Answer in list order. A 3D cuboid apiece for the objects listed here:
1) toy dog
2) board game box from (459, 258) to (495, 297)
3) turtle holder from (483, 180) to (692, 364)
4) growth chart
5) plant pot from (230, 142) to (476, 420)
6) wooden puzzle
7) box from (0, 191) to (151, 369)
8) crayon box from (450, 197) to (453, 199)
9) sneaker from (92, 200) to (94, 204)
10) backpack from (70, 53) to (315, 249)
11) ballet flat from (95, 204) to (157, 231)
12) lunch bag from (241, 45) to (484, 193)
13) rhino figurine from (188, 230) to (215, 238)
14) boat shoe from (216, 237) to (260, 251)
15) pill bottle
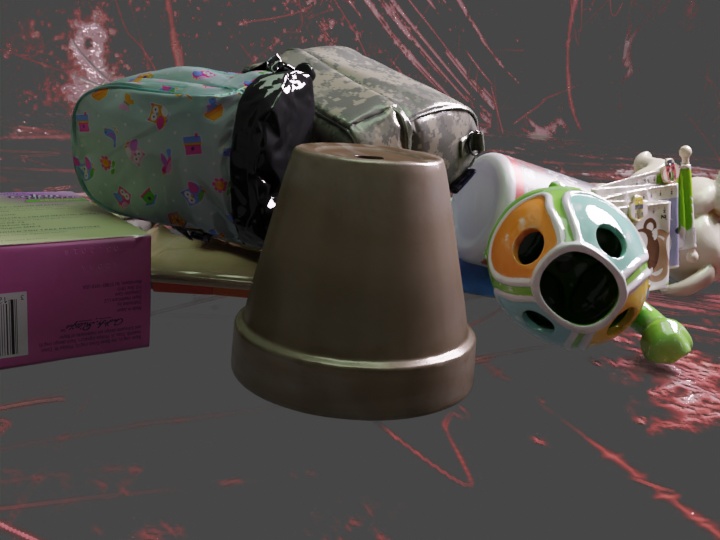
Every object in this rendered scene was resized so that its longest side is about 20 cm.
[{"bbox_3d":[0.363,-0.052,1.042,0.197,0.196,0.140,9,-21,33],"label":"toy dog"},{"bbox_3d":[0.120,-0.004,0.925,0.197,0.039,0.159,9,34,-19],"label":"board game box"},{"bbox_3d":[0.195,0.017,0.736,0.139,0.188,0.132,-26,9,11],"label":"turtle holder"},{"bbox_3d":[0.284,-0.033,0.848,0.198,0.147,0.018,-21,15,-29],"label":"growth chart"},{"bbox_3d":[0.000,-0.005,0.642,0.196,0.177,0.200,5,13,-1],"label":"plant pot"},{"bbox_3d":[-0.145,-0.003,0.880,0.196,0.038,0.185,10,14,1],"label":"wooden puzzle"},{"bbox_3d":[-0.293,0.001,0.682,0.174,0.098,0.199,-6,19,-37],"label":"box"},{"bbox_3d":[0.140,-0.066,1.162,0.198,0.053,0.125,-10,20,-42],"label":"crayon box"},{"bbox_3d":[-0.276,-0.100,1.154,0.197,0.077,0.105,-7,29,-15],"label":"sneaker"},{"bbox_3d":[-0.145,-0.108,0.710,0.197,0.170,0.126,12,16,20],"label":"backpack"},{"bbox_3d":[-0.291,-0.042,0.906,0.198,0.072,0.070,-14,22,-35],"label":"ballet flat"},{"bbox_3d":[0.001,-0.137,0.810,0.167,0.141,0.199,-30,48,-29],"label":"lunch bag"},{"bbox_3d":[-0.155,-0.104,1.015,0.060,0.200,0.087,48,43,0],"label":"rhino figurine"},{"bbox_3d":[-0.150,-0.068,0.915,0.198,0.073,0.064,26,19,34],"label":"boat shoe"},{"bbox_3d":[0.203,-0.045,0.880,0.197,0.118,0.116,14,10,-23],"label":"pill bottle"}]
